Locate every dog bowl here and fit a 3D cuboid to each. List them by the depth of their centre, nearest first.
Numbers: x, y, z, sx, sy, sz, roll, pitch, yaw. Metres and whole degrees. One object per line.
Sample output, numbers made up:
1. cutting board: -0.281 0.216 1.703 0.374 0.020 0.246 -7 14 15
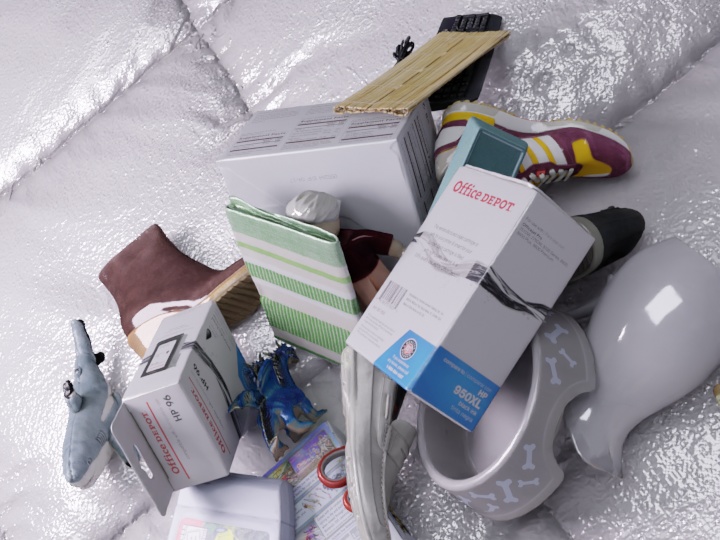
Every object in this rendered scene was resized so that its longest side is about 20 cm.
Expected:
1. dog bowl: 0.124 0.121 1.045 0.200 0.058 0.202 -42 36 41

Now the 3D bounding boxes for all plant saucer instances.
1. plant saucer: 0.096 -0.041 1.095 0.202 0.069 0.019 -67 23 5

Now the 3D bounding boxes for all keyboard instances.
1. keyboard: 0.082 -0.227 1.244 0.125 0.021 0.201 -7 35 21

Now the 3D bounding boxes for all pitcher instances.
1. pitcher: 0.239 0.059 1.047 0.201 0.121 0.172 -53 50 10

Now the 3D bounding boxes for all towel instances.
1. towel: -0.054 0.020 1.149 0.151 0.201 0.023 21 54 35

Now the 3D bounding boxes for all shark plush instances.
1. shark plush: -0.299 0.146 1.275 0.090 0.083 0.203 -9 65 22

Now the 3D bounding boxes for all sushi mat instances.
1. sushi mat: 0.065 -0.204 1.172 0.095 0.012 0.200 10 37 38

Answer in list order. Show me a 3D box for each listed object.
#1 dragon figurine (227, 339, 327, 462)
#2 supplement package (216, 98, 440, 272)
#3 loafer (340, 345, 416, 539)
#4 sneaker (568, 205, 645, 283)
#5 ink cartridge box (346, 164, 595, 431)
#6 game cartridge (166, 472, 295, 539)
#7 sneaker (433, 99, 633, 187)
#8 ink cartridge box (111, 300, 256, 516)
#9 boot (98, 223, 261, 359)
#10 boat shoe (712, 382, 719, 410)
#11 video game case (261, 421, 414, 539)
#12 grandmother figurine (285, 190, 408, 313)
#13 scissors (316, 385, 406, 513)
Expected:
1. dragon figurine: -0.093 0.131 1.150 0.099 0.200 0.059 45 107 3
2. supplement package: -0.019 -0.082 1.185 0.197 0.157 0.111 -3 33 24
3. loafer: 0.019 0.159 1.075 0.069 0.070 0.202 -2 61 -2
4. sneaker: 0.183 -0.007 1.133 0.199 0.105 0.076 -19 87 47
5. ink cartridge box: 0.094 0.019 1.017 0.201 0.084 0.144 -57 26 -1
6. game cartridge: -0.132 0.296 1.106 0.131 0.041 0.203 3 69 23
7. sneaker: 0.171 -0.104 1.147 0.197 0.075 0.091 10 66 6
8. ink cartridge box: -0.171 0.134 1.145 0.067 0.117 0.201 -18 24 16
9. boot: -0.201 0.002 1.299 0.199 0.072 0.167 -40 59 8
10. boat shoe: 0.406 0.108 0.974 0.198 0.074 0.067 -15 75 21
11. video game case: -0.055 0.283 1.122 0.200 0.045 0.182 -40 58 4
12. grandmother figurine: 0.000 0.000 1.128 0.121 0.200 0.061 -29 25 26
13. scissors: 0.033 0.150 1.133 0.073 0.014 0.200 27 60 25
